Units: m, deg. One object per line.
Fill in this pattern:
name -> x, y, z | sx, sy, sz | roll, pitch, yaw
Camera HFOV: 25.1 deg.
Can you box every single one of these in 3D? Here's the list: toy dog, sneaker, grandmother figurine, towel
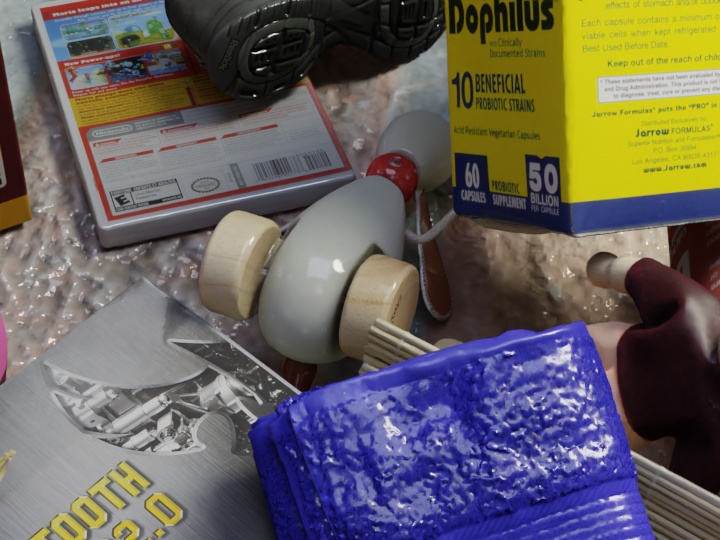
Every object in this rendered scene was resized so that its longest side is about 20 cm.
toy dog -> 0.000, 0.000, 0.802 | 0.132, 0.097, 0.200 | 34, 39, 30
sneaker -> -0.023, -0.164, 0.935 | 0.199, 0.076, 0.091 | -18, 46, -37
grandmother figurine -> 0.119, 0.050, 0.679 | 0.060, 0.200, 0.122 | -13, 84, -47
towel -> 0.048, 0.128, 0.622 | 0.147, 0.050, 0.201 | -19, 74, 3

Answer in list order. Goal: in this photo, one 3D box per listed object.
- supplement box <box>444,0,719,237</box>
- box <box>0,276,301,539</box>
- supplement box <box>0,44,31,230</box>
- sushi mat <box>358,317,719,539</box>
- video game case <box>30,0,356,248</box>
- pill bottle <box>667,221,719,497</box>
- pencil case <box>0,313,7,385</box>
supplement box -> 0.108, -0.123, 0.724 | 0.109, 0.201, 0.109 | -7, 9, -24
box -> -0.110, 0.111, 0.692 | 0.158, 0.048, 0.200 | 35, 58, 27
supplement box -> -0.275, -0.133, 0.821 | 0.132, 0.201, 0.197 | -21, 51, -21
sushi mat -> 0.077, 0.101, 0.687 | 0.199, 0.096, 0.012 | 27, 31, 22
video game case -> -0.100, -0.100, 0.923 | 0.142, 0.018, 0.200 | -13, 48, -14
pill bottle -> 0.201, 0.029, 0.747 | 0.112, 0.113, 0.201 | 5, 46, 2
pencil case -> -0.264, 0.033, 0.738 | 0.199, 0.094, 0.091 | -4, 46, -7
